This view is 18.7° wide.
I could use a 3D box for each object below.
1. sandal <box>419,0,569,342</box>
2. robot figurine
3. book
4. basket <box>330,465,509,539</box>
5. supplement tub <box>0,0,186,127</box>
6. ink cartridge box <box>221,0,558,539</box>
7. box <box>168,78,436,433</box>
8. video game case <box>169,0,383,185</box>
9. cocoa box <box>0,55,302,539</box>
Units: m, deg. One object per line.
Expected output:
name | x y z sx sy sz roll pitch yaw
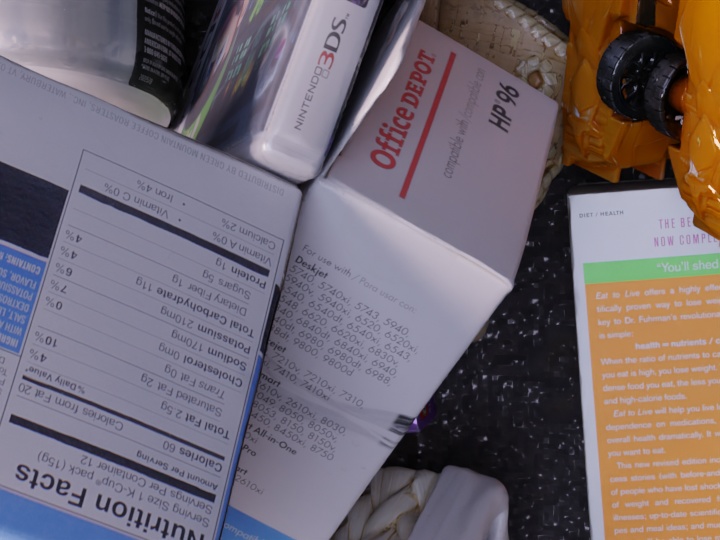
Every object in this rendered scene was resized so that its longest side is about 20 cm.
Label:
sandal | 0.055 -0.082 0.769 0.069 0.078 0.213 -6 90 20
robot figurine | 0.114 -0.117 0.686 0.058 0.145 0.201 -5 112 -29
book | 0.147 0.066 0.782 0.133 0.048 0.201 -3 96 10
basket | -0.033 0.168 0.745 0.123 0.200 0.136 10 128 16
supplement tub | -0.121 -0.148 0.766 0.122 0.123 0.201 -4 78 14
ink cartridge box | 0.000 0.000 0.690 0.068 0.116 0.200 29 124 -7
box | -0.076 -0.003 0.828 0.199 0.039 0.138 -5 95 14
video game case | -0.016 -0.107 0.701 0.023 0.200 0.183 21 81 -13
cocoa box | -0.124 0.046 0.630 0.133 0.200 0.132 22 58 -17
